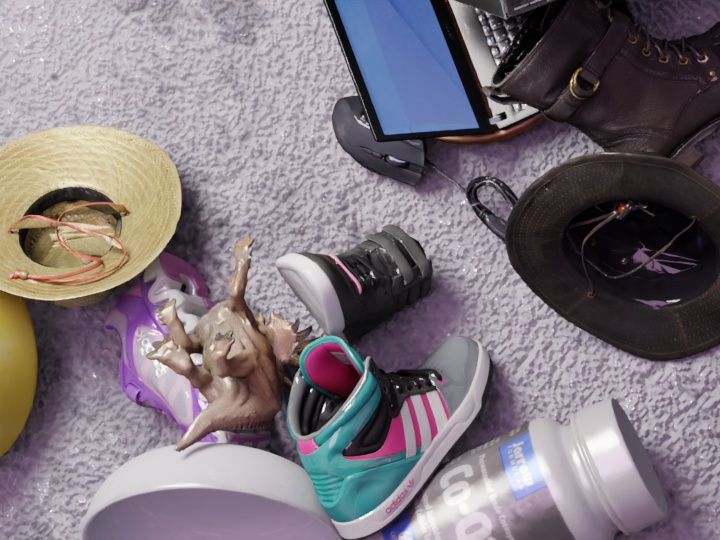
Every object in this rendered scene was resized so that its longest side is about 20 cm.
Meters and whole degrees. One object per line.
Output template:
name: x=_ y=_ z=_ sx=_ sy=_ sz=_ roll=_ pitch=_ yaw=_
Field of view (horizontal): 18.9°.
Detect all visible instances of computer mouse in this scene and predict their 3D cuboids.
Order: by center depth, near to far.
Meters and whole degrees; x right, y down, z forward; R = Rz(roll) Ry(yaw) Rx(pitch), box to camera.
computer mouse: x=0.052 y=-0.071 z=1.659 sx=0.200 sy=0.034 sz=0.059 roll=34 pitch=133 yaw=22

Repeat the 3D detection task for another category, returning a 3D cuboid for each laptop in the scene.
laptop: x=0.086 y=-0.203 z=1.618 sx=0.200 sy=0.103 sz=0.178 roll=-24 pitch=74 yaw=13

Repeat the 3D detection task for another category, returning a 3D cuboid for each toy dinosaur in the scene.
toy dinosaur: x=-0.085 y=0.073 z=1.605 sx=0.086 sy=0.136 sz=0.200 roll=-22 pitch=36 yaw=20

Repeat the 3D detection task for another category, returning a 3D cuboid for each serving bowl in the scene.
serving bowl: x=-0.105 y=0.181 z=1.609 sx=0.199 sy=0.200 sz=0.066 roll=-8 pitch=54 yaw=17

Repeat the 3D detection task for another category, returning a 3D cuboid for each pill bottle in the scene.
pill bottle: x=0.114 y=0.177 z=1.566 sx=0.200 sy=0.114 sz=0.114 roll=-27 pitch=73 yaw=12

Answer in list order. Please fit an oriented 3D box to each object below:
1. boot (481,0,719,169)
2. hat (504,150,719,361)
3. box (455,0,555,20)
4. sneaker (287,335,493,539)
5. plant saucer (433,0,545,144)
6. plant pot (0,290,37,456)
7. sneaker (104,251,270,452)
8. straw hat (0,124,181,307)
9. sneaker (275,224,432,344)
boot: x=0.206 y=-0.163 z=1.568 sx=0.200 sy=0.174 sz=0.069 roll=-51 pitch=25 yaw=6
hat: x=0.209 y=-0.030 z=1.576 sx=0.200 sy=0.201 sz=0.081 roll=-2 pitch=41 yaw=18
box: x=0.151 y=-0.242 z=1.537 sx=0.200 sy=0.193 sz=0.048 roll=-22 pitch=112 yaw=-13
sneaker: x=0.014 y=0.086 z=1.573 sx=0.083 sy=0.121 sz=0.200 roll=-12 pitch=30 yaw=43
plant saucer: x=0.091 y=-0.196 z=1.686 sx=0.200 sy=0.032 sz=0.201 roll=-3 pitch=80 yaw=19
plant pot: x=-0.388 y=0.073 z=1.688 sx=0.200 sy=0.189 sz=0.201 roll=2 pitch=93 yaw=33
sneaker: x=-0.141 y=0.088 z=1.693 sx=0.088 sy=0.080 sz=0.200 roll=-33 pitch=66 yaw=16
straw hat: x=-0.230 y=-0.019 z=1.727 sx=0.200 sy=0.085 sz=0.201 roll=-3 pitch=45 yaw=3
sneaker: x=0.000 y=0.000 z=1.600 sx=0.099 sy=0.200 sz=0.071 roll=-37 pitch=78 yaw=-2
